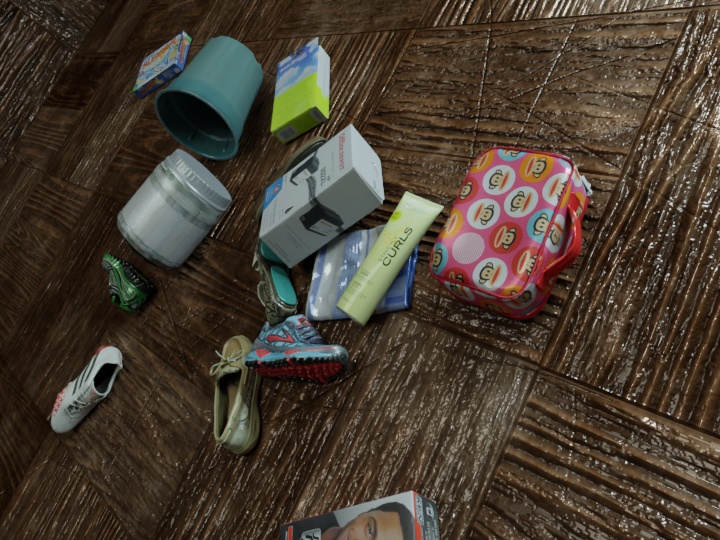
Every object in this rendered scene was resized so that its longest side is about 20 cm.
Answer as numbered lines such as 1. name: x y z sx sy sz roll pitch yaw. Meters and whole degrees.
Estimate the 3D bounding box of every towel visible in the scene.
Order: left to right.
1. towel: 0.000 0.000 0.941 0.195 0.024 0.151 -10 59 37

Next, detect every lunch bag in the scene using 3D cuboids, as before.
1. lunch bag: 0.192 -0.049 0.761 0.174 0.082 0.204 18 76 45

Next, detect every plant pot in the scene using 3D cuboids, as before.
1. plant pot: -0.317 -0.388 1.355 0.196 0.200 0.200 -2 55 39

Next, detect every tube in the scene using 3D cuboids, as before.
1. tube: 0.037 -0.020 0.877 0.203 0.057 0.052 -56 0 -7

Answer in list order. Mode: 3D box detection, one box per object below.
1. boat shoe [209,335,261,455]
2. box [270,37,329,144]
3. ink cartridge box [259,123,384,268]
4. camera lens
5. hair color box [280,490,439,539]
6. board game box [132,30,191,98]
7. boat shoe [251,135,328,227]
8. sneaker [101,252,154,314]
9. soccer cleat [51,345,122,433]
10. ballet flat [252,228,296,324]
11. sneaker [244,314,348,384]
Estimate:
1. boat shoe: -0.197 0.183 0.969 0.072 0.062 0.204 -34 46 20
2. box: -0.121 -0.368 1.262 0.119 0.047 0.205 -22 51 29
3. ink cartridge box: -0.064 -0.123 1.012 0.197 0.084 0.147 -33 33 21
4. camera lens: -0.377 -0.118 1.246 0.201 0.159 0.160 -47 43 6
5. hair color box: -0.004 0.330 0.707 0.196 0.061 0.104 -25 49 26
6. board game box: -0.590 -0.610 1.837 0.196 0.034 0.139 -19 53 32
7. boat shoe: -0.135 -0.171 1.131 0.201 0.072 0.068 -48 44 5
8. sneaker: -0.525 0.025 1.346 0.198 0.078 0.087 30 85 47
9. soccer cleat: -0.546 0.245 1.235 0.202 0.068 0.085 -54 39 -7
10. ballet flat: -0.153 0.003 1.049 0.075 0.067 0.204 -43 44 33
11. sneaker: -0.095 0.107 0.916 0.196 0.079 0.098 -4 59 39
